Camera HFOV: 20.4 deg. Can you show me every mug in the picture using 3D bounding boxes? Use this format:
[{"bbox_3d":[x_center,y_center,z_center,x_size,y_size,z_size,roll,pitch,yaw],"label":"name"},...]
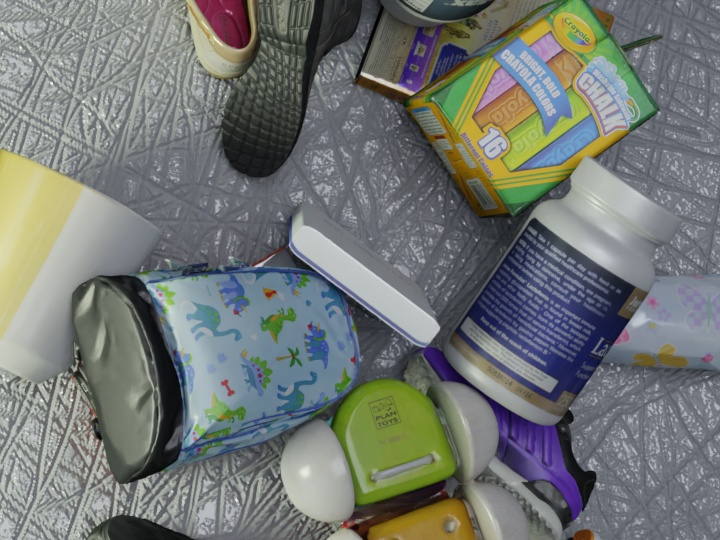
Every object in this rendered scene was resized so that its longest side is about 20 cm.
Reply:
[{"bbox_3d":[-0.273,-0.004,1.582,0.186,0.149,0.153,26,84,2],"label":"mug"}]

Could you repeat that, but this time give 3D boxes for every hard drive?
[{"bbox_3d":[0.000,0.000,1.611,0.132,0.200,0.025,37,95,-6],"label":"hard drive"}]

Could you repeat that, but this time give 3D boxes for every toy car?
[{"bbox_3d":[0.026,0.187,1.612,0.175,0.150,0.200,-17,90,-19],"label":"toy car"}]

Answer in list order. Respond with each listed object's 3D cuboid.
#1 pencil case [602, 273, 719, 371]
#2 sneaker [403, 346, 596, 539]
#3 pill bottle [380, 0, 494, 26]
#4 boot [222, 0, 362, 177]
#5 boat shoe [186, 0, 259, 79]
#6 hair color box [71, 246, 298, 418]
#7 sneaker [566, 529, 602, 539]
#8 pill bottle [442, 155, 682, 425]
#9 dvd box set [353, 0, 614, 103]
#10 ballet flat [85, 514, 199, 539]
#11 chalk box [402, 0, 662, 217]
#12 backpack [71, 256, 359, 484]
[{"bbox_3d":[0.253,0.039,1.729,0.200,0.083,0.091,7,61,-13],"label":"pencil case"},{"bbox_3d":[0.124,0.131,1.694,0.100,0.070,0.200,-41,94,-25],"label":"sneaker"},{"bbox_3d":[0.076,-0.270,1.641,0.120,0.200,0.120,2,81,-13],"label":"pill bottle"},{"bbox_3d":[-0.045,-0.180,1.686,0.070,0.200,0.132,28,30,13],"label":"boot"},{"bbox_3d":[-0.126,-0.264,1.688,0.074,0.069,0.200,-19,86,-16],"label":"boat shoe"},{"bbox_3d":[-0.125,0.074,1.638,0.200,0.061,0.102,-30,89,-18],"label":"hair color box"},{"bbox_3d":[0.192,0.324,1.673,0.092,0.076,0.200,24,77,-14],"label":"sneaker"},{"bbox_3d":[0.164,0.015,1.609,0.116,0.116,0.200,32,99,-7],"label":"pill bottle"},{"bbox_3d":[0.110,-0.195,1.756,0.200,0.029,0.146,21,77,-9],"label":"dvd box set"},{"bbox_3d":[-0.132,0.255,1.622,0.200,0.057,0.066,30,48,-13],"label":"ballet flat"},{"bbox_3d":[0.159,-0.150,1.676,0.200,0.125,0.124,-37,97,-8],"label":"chalk box"},{"bbox_3d":[-0.099,0.066,1.541,0.200,0.154,0.163,1,71,-46],"label":"backpack"}]
